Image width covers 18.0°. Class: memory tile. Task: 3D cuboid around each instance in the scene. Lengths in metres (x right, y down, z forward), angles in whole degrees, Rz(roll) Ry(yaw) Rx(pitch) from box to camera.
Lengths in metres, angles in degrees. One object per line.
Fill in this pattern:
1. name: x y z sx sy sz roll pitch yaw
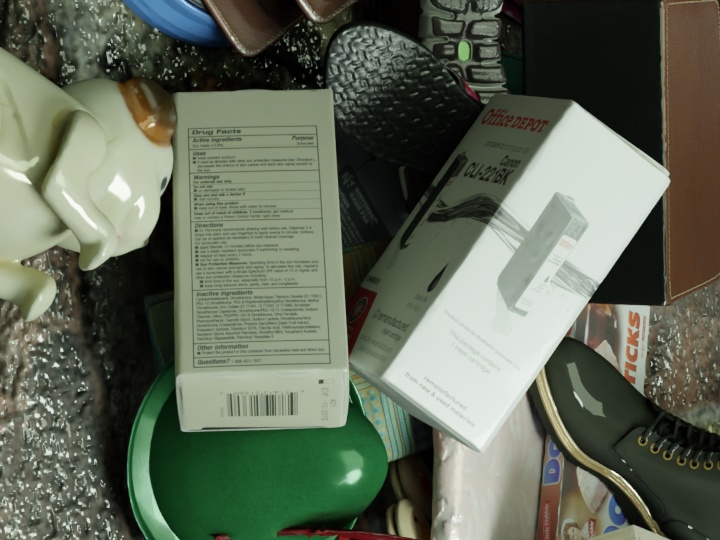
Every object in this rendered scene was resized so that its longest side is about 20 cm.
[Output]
1. memory tile: 0.058 0.221 1.475 0.154 0.017 0.201 54 23 -29

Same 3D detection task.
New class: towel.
1. towel: 0.091 0.102 1.535 0.191 0.032 0.202 18 72 -66
2. towel: -0.039 0.066 1.444 0.199 0.022 0.148 -15 101 -31

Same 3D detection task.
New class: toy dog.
1. toy dog: -0.199 -0.063 1.294 0.199 0.140 0.195 10 42 -39

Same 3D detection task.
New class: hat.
1. hat: -0.013 0.120 1.345 0.199 0.176 0.167 -1 92 -32

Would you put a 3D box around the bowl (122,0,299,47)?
1. bowl: -0.092 -0.245 1.455 0.200 0.039 0.202 6 81 -41

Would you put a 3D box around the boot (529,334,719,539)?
1. boot: 0.216 0.111 1.534 0.200 0.138 0.078 47 56 -18

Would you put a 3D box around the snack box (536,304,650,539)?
1. snack box: 0.164 0.112 1.598 0.072 0.024 0.201 20 68 -34

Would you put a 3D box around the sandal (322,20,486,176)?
1. sandal: 0.049 -0.096 1.457 0.199 0.045 0.075 30 104 -31

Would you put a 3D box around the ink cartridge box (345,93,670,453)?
1. ink cartridge box: 0.079 -0.004 1.375 0.084 0.144 0.201 37 85 -16

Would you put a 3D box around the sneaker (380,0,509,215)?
1. sneaker: 0.051 -0.133 1.532 0.075 0.115 0.202 4 99 -20

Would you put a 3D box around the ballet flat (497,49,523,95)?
1. ballet flat: 0.133 -0.118 1.624 0.199 0.067 0.071 2 82 -35

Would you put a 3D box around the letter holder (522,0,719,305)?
1. letter holder: 0.184 -0.087 1.557 0.142 0.100 0.202 -17 107 -62

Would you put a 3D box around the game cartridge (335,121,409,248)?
1. game cartridge: 0.000 0.000 1.511 0.133 0.041 0.201 -46 114 -40

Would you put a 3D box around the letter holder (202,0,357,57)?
1. letter holder: -0.051 -0.250 1.401 0.142 0.100 0.201 -40 111 -35

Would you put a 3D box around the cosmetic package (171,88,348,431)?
1. cosmetic package: -0.062 -0.008 1.363 0.104 0.071 0.201 0 58 -3

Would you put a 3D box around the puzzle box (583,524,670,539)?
1. puzzle box: 0.163 0.215 1.525 0.200 0.132 0.026 27 46 -57

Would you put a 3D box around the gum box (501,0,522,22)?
1. gum box: 0.139 -0.240 1.642 0.199 0.066 0.114 26 67 -37
